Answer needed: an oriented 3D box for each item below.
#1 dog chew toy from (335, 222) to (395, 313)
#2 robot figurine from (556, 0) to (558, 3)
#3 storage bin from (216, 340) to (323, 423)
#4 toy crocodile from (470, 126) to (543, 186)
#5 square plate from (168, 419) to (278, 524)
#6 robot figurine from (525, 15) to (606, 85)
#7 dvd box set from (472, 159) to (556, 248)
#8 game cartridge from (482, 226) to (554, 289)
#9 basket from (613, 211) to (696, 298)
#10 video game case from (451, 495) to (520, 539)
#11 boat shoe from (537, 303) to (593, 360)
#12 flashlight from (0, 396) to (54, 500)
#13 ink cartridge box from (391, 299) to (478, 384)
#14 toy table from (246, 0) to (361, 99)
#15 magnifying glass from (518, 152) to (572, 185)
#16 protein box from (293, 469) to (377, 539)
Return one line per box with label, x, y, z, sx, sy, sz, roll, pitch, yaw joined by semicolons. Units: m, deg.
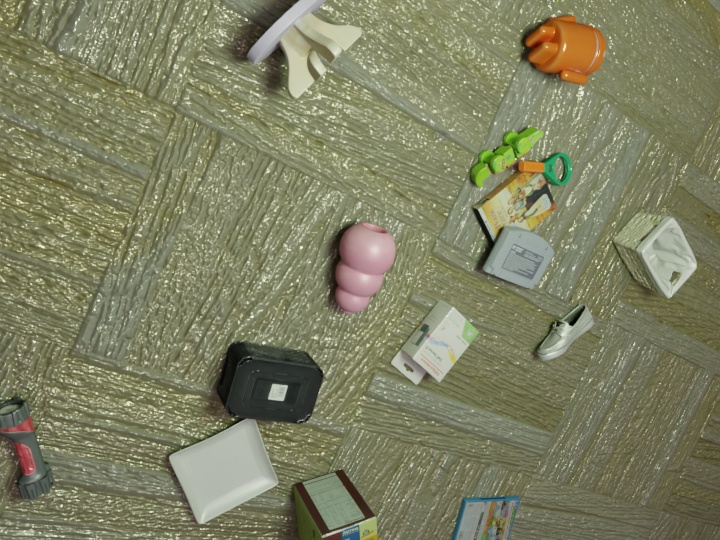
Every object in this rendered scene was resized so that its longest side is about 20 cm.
dog chew toy;0.000;0.000;1.402;0.123;0.125;0.202;9;110;-27
robot figurine;0.474;-0.692;1.409;0.175;0.116;0.201;40;87;-34
storage bin;-0.196;0.244;1.395;0.198;0.094;0.137;13;100;-27
toy crocodile;0.343;-0.271;1.506;0.199;0.067;0.062;-36;123;-9
square plate;-0.304;0.445;1.442;0.198;0.028;0.200;-23;114;-18
robot figurine;0.475;-0.507;1.467;0.198;0.144;0.117;0;128;-25
dvd box set;0.382;-0.154;1.580;0.199;0.029;0.147;-38;118;-11
game cartridge;0.398;-0.034;1.598;0.199;0.041;0.134;18;107;-40
basket;0.803;-0.047;1.760;0.136;0.123;0.200;-45;118;-6
video game case;0.362;0.719;1.848;0.198;0.018;0.145;8;101;-27
boat shoe;0.549;0.163;1.736;0.199;0.072;0.066;-33;112;-14
flashlight;-0.649;0.345;1.228;0.067;0.068;0.202;-2;110;3
ink cartridge box;0.181;0.188;1.569;0.117;0.067;0.200;41;86;-29
toy table;-0.100;-0.422;1.200;0.200;0.184;0.117;-44;102;2
magnifying glass;0.452;-0.249;1.563;0.199;0.022;0.081;-4;97;-41
protein box;-0.058;0.623;1.514;0.134;0.200;0.201;-11;110;-22
